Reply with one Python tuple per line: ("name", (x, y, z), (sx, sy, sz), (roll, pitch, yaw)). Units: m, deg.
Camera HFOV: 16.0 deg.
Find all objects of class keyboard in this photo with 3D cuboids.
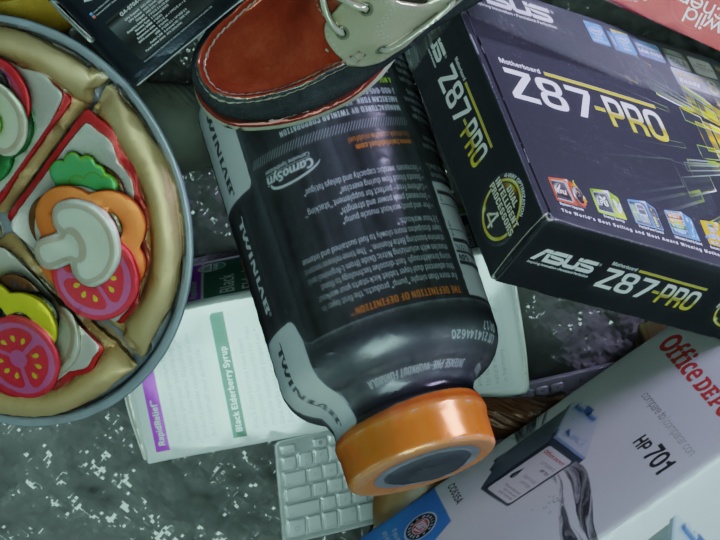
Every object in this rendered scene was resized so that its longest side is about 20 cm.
("keyboard", (0.050, 0.092, 1.305), (0.199, 0.011, 0.057), (-12, 105, -20))

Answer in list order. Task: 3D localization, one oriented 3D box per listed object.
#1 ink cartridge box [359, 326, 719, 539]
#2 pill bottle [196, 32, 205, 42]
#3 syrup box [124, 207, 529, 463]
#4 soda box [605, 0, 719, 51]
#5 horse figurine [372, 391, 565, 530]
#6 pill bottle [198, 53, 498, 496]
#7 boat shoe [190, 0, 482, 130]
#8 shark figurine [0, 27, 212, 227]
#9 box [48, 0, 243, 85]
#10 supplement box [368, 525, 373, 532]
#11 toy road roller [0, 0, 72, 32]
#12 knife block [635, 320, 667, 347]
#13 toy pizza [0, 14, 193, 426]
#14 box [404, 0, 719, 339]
("ink cartridge box", (0.112, 0.125, 1.176), (0.199, 0.147, 0.086), (-36, 109, 1))
("pill bottle", (0.008, -0.169, 1.212), (0.199, 0.110, 0.110), (-29, 105, 6))
("syrup box", (-0.020, 0.031, 1.282), (0.198, 0.079, 0.082), (-10, 107, 0))
("soda box", (0.210, -0.132, 1.256), (0.199, 0.063, 0.070), (23, 104, -9))
("horse figurine", (0.046, 0.144, 1.273), (0.132, 0.050, 0.201), (10, 105, -11))
("pill bottle", (0.000, 0.000, 1.179), (0.106, 0.106, 0.201), (-19, 71, 3))
("boat shoe", (0.011, -0.128, 1.125), (0.199, 0.063, 0.072), (-27, 80, 3))
("shark figurine", (-0.143, -0.027, 1.234), (0.214, 0.090, 0.128), (-35, 142, 1))
("box", (-0.078, -0.199, 1.102), (0.200, 0.046, 0.159), (-38, 116, 16))
("supplement box", (0.090, 0.199, 1.344), (0.199, 0.061, 0.110), (17, 102, -8))
("toy road roller", (-0.127, -0.195, 1.199), (0.198, 0.123, 0.147), (-10, 121, 1))
("knife block", (0.208, 0.099, 1.284), (0.199, 0.064, 0.177), (-17, 80, 2))
("toy pizza", (-0.172, -0.020, 1.200), (0.199, 0.032, 0.202), (6, 108, 20))
("box", (0.125, -0.047, 1.190), (0.199, 0.162, 0.049), (15, 129, -34))
